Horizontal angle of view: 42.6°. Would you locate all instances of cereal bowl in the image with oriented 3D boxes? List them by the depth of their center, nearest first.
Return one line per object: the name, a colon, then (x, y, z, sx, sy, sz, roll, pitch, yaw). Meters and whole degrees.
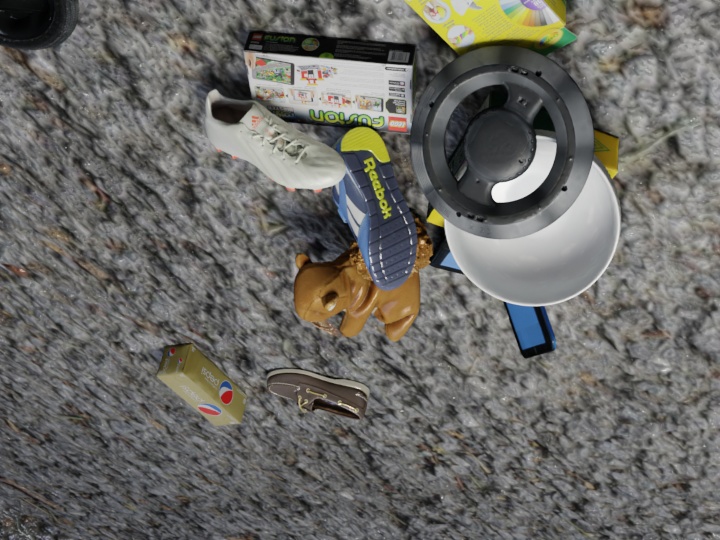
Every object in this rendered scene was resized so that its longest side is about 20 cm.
cereal bowl: (0.198, -0.066, 1.057, 0.196, 0.083, 0.204, 7, 113, 16)

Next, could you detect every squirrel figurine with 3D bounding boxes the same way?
squirrel figurine: (0.000, 0.000, 1.255, 0.184, 0.143, 0.200, 1, 141, -44)

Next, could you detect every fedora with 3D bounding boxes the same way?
fedora: (-0.375, -0.335, 0.976, 0.196, 0.093, 0.202, 8, 145, 6)

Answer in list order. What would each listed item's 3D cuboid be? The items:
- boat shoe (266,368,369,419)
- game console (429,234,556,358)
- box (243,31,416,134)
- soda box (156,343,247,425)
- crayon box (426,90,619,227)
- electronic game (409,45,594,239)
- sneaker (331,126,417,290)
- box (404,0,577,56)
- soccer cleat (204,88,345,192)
boat shoe: (-0.083, 0.232, 1.715, 0.196, 0.060, 0.072, 10, 146, 2)
game console: (0.174, 0.038, 1.254, 0.167, 0.121, 0.200, 13, 170, 0)
box: (-0.033, -0.219, 1.087, 0.196, 0.035, 0.111, 7, 145, 7)
soda box: (-0.299, 0.220, 1.760, 0.067, 0.065, 0.201, -9, 141, 27)
crayon box: (0.197, -0.111, 1.151, 0.169, 0.059, 0.201, 18, 144, -10)
electronic game: (0.148, -0.134, 0.979, 0.196, 0.042, 0.204, 4, 104, 17)
sneaker: (0.013, -0.075, 1.144, 0.073, 0.204, 0.082, -19, -170, -26)
box: (0.123, -0.282, 0.942, 0.116, 0.049, 0.199, -24, 129, 40)
soccer cleat: (-0.107, -0.153, 1.094, 0.197, 0.070, 0.078, 24, 146, 22)
